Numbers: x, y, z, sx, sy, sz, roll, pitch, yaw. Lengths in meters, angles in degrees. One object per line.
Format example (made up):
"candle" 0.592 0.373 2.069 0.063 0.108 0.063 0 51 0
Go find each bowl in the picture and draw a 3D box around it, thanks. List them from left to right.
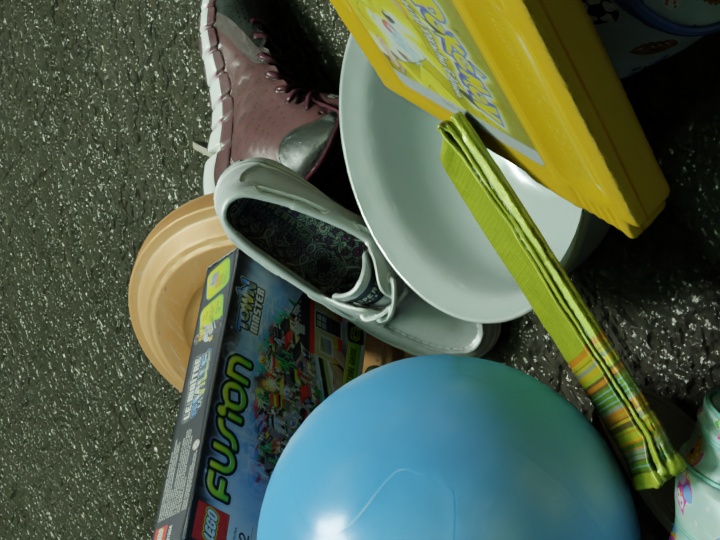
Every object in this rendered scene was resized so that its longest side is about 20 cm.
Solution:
"bowl" 0.082 -0.079 0.838 0.200 0.090 0.203 25 123 45

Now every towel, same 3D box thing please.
"towel" 0.093 0.019 0.742 0.201 0.018 0.086 59 173 11

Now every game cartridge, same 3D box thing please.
"game cartridge" 0.043 -0.108 0.681 0.200 0.032 0.177 40 172 45

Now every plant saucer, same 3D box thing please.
"plant saucer" -0.059 0.035 1.007 0.198 0.032 0.202 6 129 7

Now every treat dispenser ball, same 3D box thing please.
"treat dispenser ball" 0.045 0.145 0.784 0.200 0.200 0.203 23 121 46

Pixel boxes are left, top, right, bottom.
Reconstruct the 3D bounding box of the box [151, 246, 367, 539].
"box" -0.055 0.097 0.893 0.035 0.110 0.201 -30 40 40

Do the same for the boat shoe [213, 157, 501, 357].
"boat shoe" 0.000 0.000 0.912 0.199 0.069 0.072 37 106 -12

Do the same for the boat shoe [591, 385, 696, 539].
"boat shoe" 0.183 0.152 0.813 0.201 0.072 0.063 53 136 19

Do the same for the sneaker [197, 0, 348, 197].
"sneaker" -0.043 -0.121 1.008 0.115 0.075 0.202 -11 74 29

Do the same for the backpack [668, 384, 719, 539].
"backpack" 0.234 0.126 0.686 0.199 0.166 0.128 22 104 53

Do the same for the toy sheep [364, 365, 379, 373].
"toy sheep" 0.032 0.137 0.959 0.200 0.137 0.139 39 132 46

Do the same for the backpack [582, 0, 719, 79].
"backpack" 0.118 -0.190 0.683 0.154 0.199 0.192 -9 113 57

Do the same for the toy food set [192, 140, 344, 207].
"toy food set" -0.075 0.018 1.104 0.143 0.060 0.202 26 122 44
